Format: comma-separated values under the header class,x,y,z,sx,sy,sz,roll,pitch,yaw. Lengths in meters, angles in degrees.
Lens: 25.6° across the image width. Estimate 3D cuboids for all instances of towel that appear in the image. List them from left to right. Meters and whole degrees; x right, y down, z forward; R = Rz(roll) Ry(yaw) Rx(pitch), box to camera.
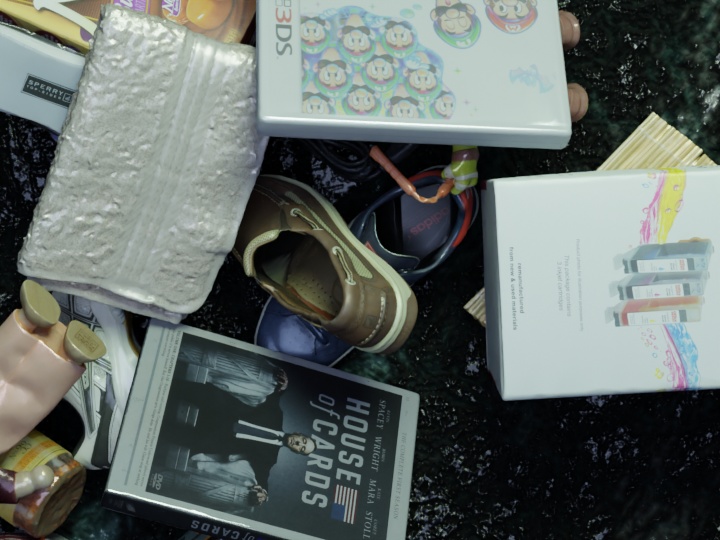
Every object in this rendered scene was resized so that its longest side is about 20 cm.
class,x,y,z,sx,sy,sz,roll,pitch,yaw
towel,-0.138,-0.066,1.045,0.132,0.034,0.200,15,107,-21

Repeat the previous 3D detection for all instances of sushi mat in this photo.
class,x,y,z,sx,sy,sz,roll,pitch,yaw
sushi mat,0.177,-0.012,1.142,0.096,0.012,0.200,44,93,0

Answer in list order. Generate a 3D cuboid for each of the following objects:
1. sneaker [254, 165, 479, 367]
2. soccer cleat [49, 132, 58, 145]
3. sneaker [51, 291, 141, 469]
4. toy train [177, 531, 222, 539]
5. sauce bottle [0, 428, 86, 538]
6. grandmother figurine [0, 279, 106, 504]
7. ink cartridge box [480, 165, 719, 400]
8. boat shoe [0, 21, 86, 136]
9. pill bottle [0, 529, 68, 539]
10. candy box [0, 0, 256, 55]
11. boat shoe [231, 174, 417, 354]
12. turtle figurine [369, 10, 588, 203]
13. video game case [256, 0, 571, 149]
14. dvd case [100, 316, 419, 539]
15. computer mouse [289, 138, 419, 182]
class,x,y,z,sx,sy,sz,roll,pitch,yaw
sneaker,0.000,0.000,1.113,0.075,0.085,0.200,44,93,0
soccer cleat,-0.189,-0.092,1.121,0.067,0.076,0.200,-27,91,2
sneaker,-0.201,0.047,1.125,0.088,0.076,0.200,-21,90,2
toy train,-0.099,0.216,1.107,0.200,0.114,0.085,-40,113,1
sauce bottle,-0.288,0.112,1.122,0.200,0.066,0.066,30,92,14
grandmother figurine,-0.255,0.107,1.052,0.121,0.061,0.200,45,102,-1
ink cartridge box,0.186,0.004,1.063,0.200,0.145,0.145,-2,92,1
boat shoe,-0.195,-0.117,1.065,0.200,0.066,0.070,20,106,-23
pill bottle,-0.243,0.240,1.069,0.114,0.200,0.114,0,92,2
candy box,-0.172,-0.192,1.109,0.200,0.056,0.117,22,67,2
boat shoe,-0.047,-0.016,1.068,0.202,0.075,0.075,33,105,42
turtle figurine,0.076,-0.148,1.086,0.161,0.064,0.200,-6,74,-28
video game case,0.032,-0.164,1.037,0.200,0.024,0.182,2,61,-8
dvd case,-0.062,0.119,1.068,0.200,0.150,0.025,16,137,-9
computer mouse,0.011,-0.162,1.127,0.140,0.046,0.200,38,92,2
